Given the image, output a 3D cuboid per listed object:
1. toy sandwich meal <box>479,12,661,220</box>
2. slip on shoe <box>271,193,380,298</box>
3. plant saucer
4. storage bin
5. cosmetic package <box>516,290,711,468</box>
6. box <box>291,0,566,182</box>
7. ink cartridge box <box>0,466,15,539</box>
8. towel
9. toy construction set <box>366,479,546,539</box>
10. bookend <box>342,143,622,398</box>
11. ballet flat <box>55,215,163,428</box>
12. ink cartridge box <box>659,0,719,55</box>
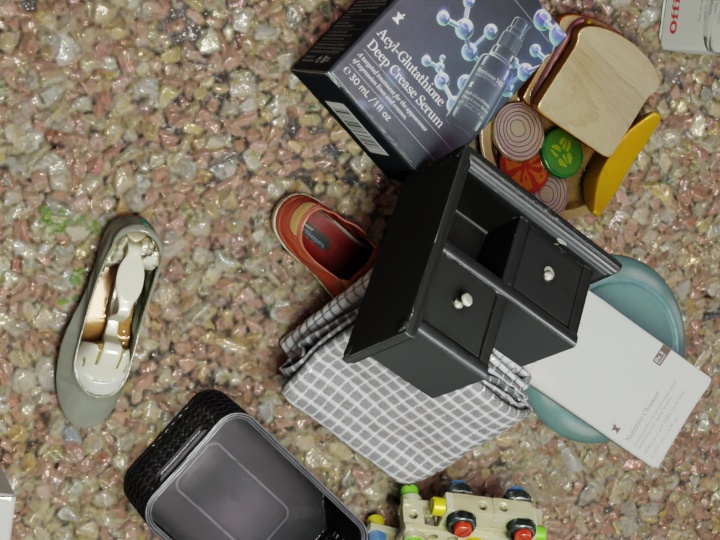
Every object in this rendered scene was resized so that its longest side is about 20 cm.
[{"bbox_3d":[0.212,-0.146,1.515,0.203,0.070,0.207,-4,100,-21],"label":"toy sandwich meal"},{"bbox_3d":[0.000,0.000,1.460,0.200,0.061,0.074,40,81,-24],"label":"slip on shoe"},{"bbox_3d":[0.259,0.085,1.596,0.198,0.027,0.202,-3,99,-21],"label":"plant saucer"},{"bbox_3d":[-0.108,0.226,1.437,0.135,0.094,0.200,-47,111,-8],"label":"storage bin"},{"bbox_3d":[0.235,0.095,1.527,0.199,0.081,0.113,32,89,-19],"label":"cosmetic package"},{"bbox_3d":[0.064,-0.203,1.427,0.200,0.107,0.148,-48,111,-9],"label":"box"},{"bbox_3d":[-0.357,0.266,1.314,0.084,0.146,0.202,7,97,-23],"label":"ink cartridge box"},{"bbox_3d":[0.039,0.103,1.432,0.200,0.086,0.165,38,127,-23],"label":"towel"},{"bbox_3d":[0.105,0.261,1.513,0.198,0.093,0.132,-3,139,-24],"label":"toy construction set"},{"bbox_3d":[0.111,0.034,1.340,0.198,0.092,0.201,35,55,-22],"label":"bookend"},{"bbox_3d":[-0.226,0.049,1.376,0.067,0.064,0.202,14,94,-23],"label":"ballet flat"},{"bbox_3d":[0.390,-0.282,1.494,0.082,0.200,0.148,2,99,-25],"label":"ink cartridge box"}]
